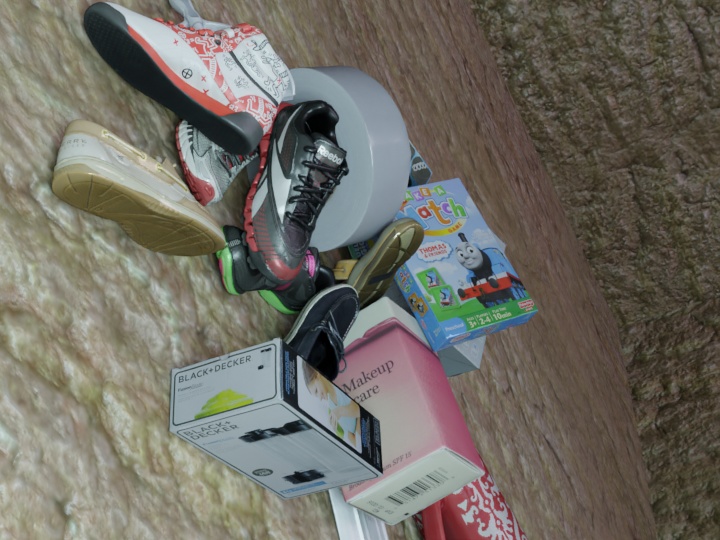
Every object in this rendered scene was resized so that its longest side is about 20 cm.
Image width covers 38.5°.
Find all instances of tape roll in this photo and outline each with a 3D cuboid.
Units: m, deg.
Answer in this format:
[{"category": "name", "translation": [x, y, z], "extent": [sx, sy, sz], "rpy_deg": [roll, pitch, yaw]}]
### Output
[{"category": "tape roll", "translation": [-0.039, -0.125, 1.146], "extent": [0.066, 0.200, 0.201], "rpy_deg": [-16, 87, -45]}]

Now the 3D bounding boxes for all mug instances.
[{"category": "mug", "translation": [0.133, 0.317, 1.297], "extent": [0.201, 0.133, 0.178], "rpy_deg": [64, -1, -8]}]

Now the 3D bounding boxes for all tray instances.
[{"category": "tray", "translation": [0.001, 0.273, 1.159], "extent": [0.107, 0.022, 0.201], "rpy_deg": [20, 53, -67]}]

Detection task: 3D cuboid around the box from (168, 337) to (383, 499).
[{"category": "box", "translation": [-0.073, 0.142, 0.946], "extent": [0.200, 0.116, 0.060], "rpy_deg": [48, 31, -50]}]

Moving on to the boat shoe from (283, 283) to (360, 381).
[{"category": "boat shoe", "translation": [-0.044, 0.083, 1.067], "extent": [0.200, 0.062, 0.075], "rpy_deg": [-49, 139, -48]}]

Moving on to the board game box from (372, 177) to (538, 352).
[{"category": "board game box", "translation": [0.104, -0.012, 1.234], "extent": [0.151, 0.037, 0.201], "rpy_deg": [-14, 65, -36]}]

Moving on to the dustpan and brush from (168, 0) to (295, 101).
[{"category": "dustpan and brush", "translation": [-0.168, -0.244, 1.102], "extent": [0.200, 0.139, 0.057], "rpy_deg": [48, -41, 42]}]

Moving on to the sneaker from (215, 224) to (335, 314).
[{"category": "sneaker", "translation": [-0.089, -0.009, 1.089], "extent": [0.200, 0.083, 0.077], "rpy_deg": [25, 48, -64]}]

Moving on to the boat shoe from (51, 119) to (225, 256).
[{"category": "boat shoe", "translation": [-0.185, -0.071, 0.902], "extent": [0.200, 0.073, 0.070], "rpy_deg": [37, 44, -57]}]

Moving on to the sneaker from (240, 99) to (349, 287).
[{"category": "sneaker", "translation": [-0.061, -0.084, 1.016], "extent": [0.071, 0.098, 0.201], "rpy_deg": [28, 59, -42]}]

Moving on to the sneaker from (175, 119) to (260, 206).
[{"category": "sneaker", "translation": [-0.136, -0.140, 1.068], "extent": [0.200, 0.082, 0.078], "rpy_deg": [-81, 161, -50]}]

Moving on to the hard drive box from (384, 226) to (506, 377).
[{"category": "hard drive box", "translation": [0.091, 0.042, 1.332], "extent": [0.077, 0.155, 0.201], "rpy_deg": [40, 50, -29]}]

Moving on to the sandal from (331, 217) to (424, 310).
[{"category": "sandal", "translation": [0.000, 0.000, 1.177], "extent": [0.080, 0.200, 0.054], "rpy_deg": [-13, 60, -46]}]

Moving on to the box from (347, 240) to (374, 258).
[{"category": "box", "translation": [0.035, -0.006, 1.481], "extent": [0.200, 0.048, 0.118], "rpy_deg": [-12, 83, -69]}]

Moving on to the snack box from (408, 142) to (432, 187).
[{"category": "snack box", "translation": [0.013, -0.191, 1.492], "extent": [0.200, 0.116, 0.037], "rpy_deg": [47, 64, -48]}]

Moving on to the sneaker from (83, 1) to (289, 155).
[{"category": "sneaker", "translation": [-0.161, -0.210, 0.997], "extent": [0.201, 0.067, 0.108], "rpy_deg": [37, 60, -17]}]

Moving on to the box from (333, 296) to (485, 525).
[{"category": "box", "translation": [0.031, 0.154, 1.134], "extent": [0.109, 0.128, 0.201], "rpy_deg": [39, 23, -50]}]
